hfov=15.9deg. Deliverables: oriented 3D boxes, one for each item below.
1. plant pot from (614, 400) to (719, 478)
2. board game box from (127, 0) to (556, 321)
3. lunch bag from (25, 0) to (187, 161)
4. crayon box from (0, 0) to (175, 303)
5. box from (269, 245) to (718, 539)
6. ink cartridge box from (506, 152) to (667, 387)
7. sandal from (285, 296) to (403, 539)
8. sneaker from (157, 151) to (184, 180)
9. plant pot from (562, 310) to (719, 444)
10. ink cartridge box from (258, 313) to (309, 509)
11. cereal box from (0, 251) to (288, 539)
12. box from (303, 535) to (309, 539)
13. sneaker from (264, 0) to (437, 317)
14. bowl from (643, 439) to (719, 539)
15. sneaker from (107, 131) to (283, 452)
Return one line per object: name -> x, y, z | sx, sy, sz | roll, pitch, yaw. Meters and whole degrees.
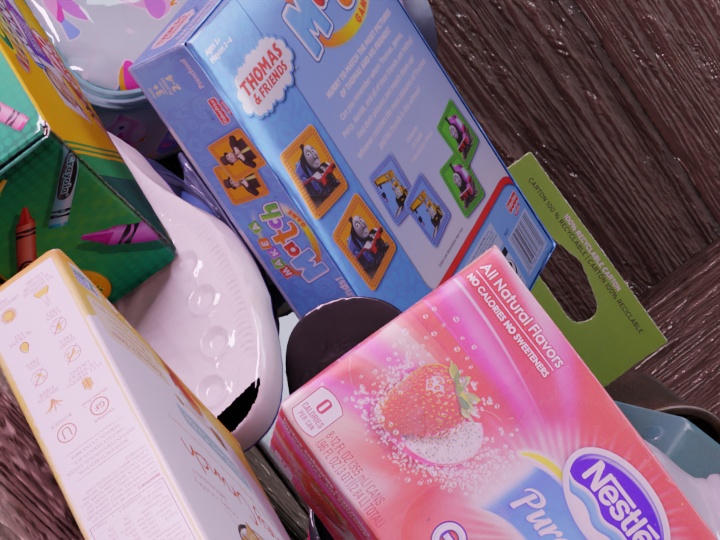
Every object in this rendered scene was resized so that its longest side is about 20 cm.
plant pot -> 0.146, 0.165, 1.356 | 0.141, 0.142, 0.201 | 12, -38, 39
board game box -> -0.001, -0.045, 1.091 | 0.201, 0.036, 0.152 | 57, 36, -18
lunch bag -> -0.129, -0.146, 1.210 | 0.200, 0.160, 0.077 | 53, -41, 18
crayon box -> -0.161, -0.083, 1.031 | 0.201, 0.058, 0.119 | 57, 5, 30
box -> 0.065, 0.106, 0.929 | 0.201, 0.102, 0.095 | 54, -12, 8
ink cartridge box -> 0.060, 0.050, 1.475 | 0.148, 0.199, 0.076 | 53, 4, -8
sandal -> 0.010, 0.111, 1.011 | 0.045, 0.074, 0.202 | -33, 109, -85
sneaker -> -0.099, -0.107, 1.310 | 0.201, 0.077, 0.085 | 60, 1, 18
plant pot -> 0.097, 0.107, 1.644 | 0.198, 0.200, 0.200 | 46, -1, 37
ink cartridge box -> 0.009, 0.073, 1.369 | 0.201, 0.176, 0.045 | 54, -37, -8
cereal box -> -0.045, 0.102, 0.834 | 0.200, 0.039, 0.144 | 57, 2, 39
box -> 0.026, 0.133, 1.162 | 0.078, 0.095, 0.200 | 54, 3, 5
sneaker -> -0.034, -0.050, 1.192 | 0.082, 0.201, 0.070 | -8, 46, -45
bowl -> 0.134, 0.150, 1.132 | 0.201, 0.090, 0.202 | -22, 90, -84
sneaker -> -0.060, 0.029, 1.099 | 0.146, 0.081, 0.200 | 43, 5, -48
